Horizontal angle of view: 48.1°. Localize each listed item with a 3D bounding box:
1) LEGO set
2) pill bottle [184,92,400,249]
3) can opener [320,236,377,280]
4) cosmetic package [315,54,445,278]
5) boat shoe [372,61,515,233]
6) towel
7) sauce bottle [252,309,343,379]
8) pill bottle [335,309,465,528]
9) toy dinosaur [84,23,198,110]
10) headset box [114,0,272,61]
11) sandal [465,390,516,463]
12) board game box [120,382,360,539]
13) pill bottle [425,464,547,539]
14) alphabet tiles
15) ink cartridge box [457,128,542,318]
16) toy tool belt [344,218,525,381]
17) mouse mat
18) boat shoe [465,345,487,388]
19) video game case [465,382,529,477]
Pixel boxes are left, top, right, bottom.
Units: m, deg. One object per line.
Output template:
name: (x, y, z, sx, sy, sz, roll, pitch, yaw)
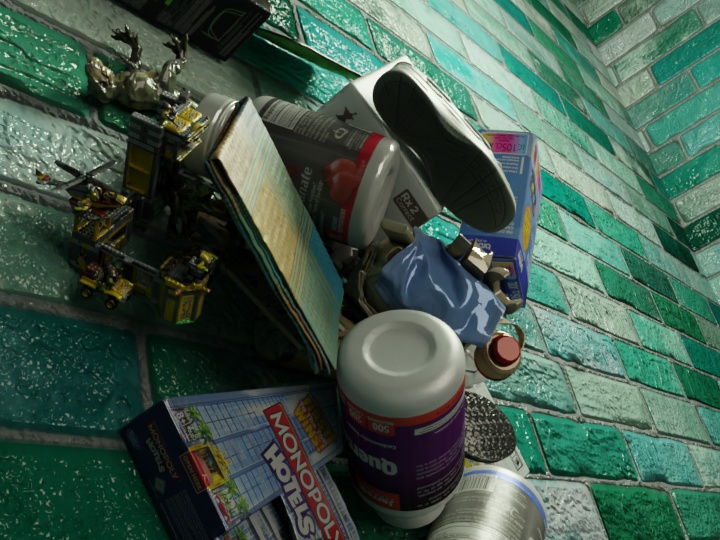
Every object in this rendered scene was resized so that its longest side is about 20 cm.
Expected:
LEGO set: (-0.149, -0.065, 0.662, 0.152, 0.117, 0.200, 28, 37, 11)
pill bottle: (-0.068, -0.105, 0.794, 0.197, 0.112, 0.111, 20, 32, 9)
can opener: (0.000, 0.000, 0.867, 0.053, 0.067, 0.201, -41, 95, -26)
cosmetic package: (0.012, -0.123, 0.946, 0.166, 0.164, 0.200, 53, 30, -6)
boat shoe: (0.093, -0.130, 0.838, 0.202, 0.074, 0.065, 47, 36, -7)
towel: (-0.065, -0.031, 0.673, 0.147, 0.021, 0.202, -85, 152, -61)
sauce bottle: (-0.019, 0.079, 0.817, 0.198, 0.064, 0.066, 24, 44, -44)
pill bottle: (0.040, 0.142, 0.730, 0.113, 0.110, 0.203, -78, 166, -50)
toy dinosaur: (-0.205, -0.196, 0.812, 0.199, 0.047, 0.090, 4, 74, -55)
headset box: (-0.211, -0.365, 0.905, 0.198, 0.092, 0.177, 21, 46, -44)
sandal: (0.078, 0.168, 0.872, 0.197, 0.048, 0.077, 12, 59, -22)
board game box: (-0.067, 0.177, 0.663, 0.199, 0.061, 0.202, -19, 79, -58)
pill bottle: (0.109, 0.289, 0.768, 0.115, 0.113, 0.200, 53, 31, -7)
alphabet tiles: (-0.081, -0.005, 0.780, 0.200, 0.008, 0.166, 43, 21, 18)
ink cartridge box: (0.169, -0.047, 0.976, 0.137, 0.075, 0.203, 58, 43, -60)
toy tool belt: (0.088, 0.030, 0.776, 0.198, 0.123, 0.126, 33, 62, -2)
mouse mat: (-0.068, -0.275, 1.026, 0.160, 0.008, 0.198, 30, 10, 39)
boat shoe: (0.099, 0.096, 0.900, 0.200, 0.072, 0.067, 10, 77, -73)
video game case: (0.121, 0.186, 0.970, 0.181, 0.022, 0.203, -16, 77, -59)
